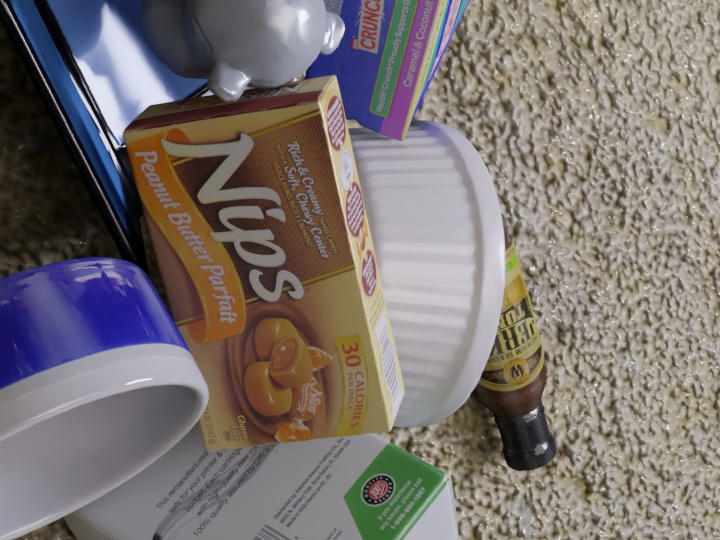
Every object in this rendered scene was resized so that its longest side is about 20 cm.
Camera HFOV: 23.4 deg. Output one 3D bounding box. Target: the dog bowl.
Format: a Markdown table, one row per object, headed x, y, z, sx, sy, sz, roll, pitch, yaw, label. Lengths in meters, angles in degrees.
| x | y | z | sx | sy | sz | roll | pitch | yaw | label |
| --- | --- | --- | --- | --- | --- | --- | --- | --- | --- |
| -0.187 | 0.078 | 0.944 | 0.200 | 0.200 | 0.079 | -15 | 69 | -39 | dog bowl |

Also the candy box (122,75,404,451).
| x | y | z | sx | sy | sz | roll | pitch | yaw | label |
| --- | --- | --- | --- | --- | --- | --- | --- | --- | --- |
| -0.052 | -0.001 | 0.988 | 0.055 | 0.115 | 0.201 | -64 | 145 | -67 | candy box |

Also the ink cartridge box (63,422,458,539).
| x | y | z | sx | sy | sz | roll | pitch | yaw | label |
| --- | --- | --- | --- | --- | --- | --- | --- | --- | --- |
| -0.062 | 0.150 | 1.060 | 0.147 | 0.200 | 0.083 | -48 | 150 | -25 | ink cartridge box |

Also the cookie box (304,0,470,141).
| x | y | z | sx | sy | sz | roll | pitch | yaw | label |
| --- | --- | --- | --- | --- | --- | --- | --- | --- | --- |
| 0.041 | -0.211 | 1.074 | 0.172 | 0.075 | 0.200 | 106 | 8 | -47 | cookie box |

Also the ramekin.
| x | y | z | sx | sy | sz | roll | pitch | yaw | label |
| --- | --- | --- | --- | --- | --- | --- | --- | --- | --- |
| 0.000 | 0.000 | 1.108 | 0.094 | 0.202 | 0.203 | 4 | 94 | -28 | ramekin |

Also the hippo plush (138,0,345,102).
| x | y | z | sx | sy | sz | roll | pitch | yaw | label |
| --- | --- | --- | --- | --- | --- | --- | --- | --- | --- |
| -0.062 | -0.188 | 0.957 | 0.159 | 0.200 | 0.161 | -39 | 116 | -32 | hippo plush |

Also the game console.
| x | y | z | sx | sy | sz | roll | pitch | yaw | label |
| --- | --- | --- | --- | --- | --- | --- | --- | --- | --- |
| -0.135 | -0.125 | 1.017 | 0.176 | 0.116 | 0.201 | -40 | 120 | -30 | game console |

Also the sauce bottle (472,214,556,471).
| x | y | z | sx | sy | sz | roll | pitch | yaw | label |
| --- | --- | --- | --- | --- | --- | --- | --- | --- | --- |
| 0.104 | 0.054 | 1.285 | 0.065 | 0.065 | 0.201 | -35 | 117 | -32 | sauce bottle |
